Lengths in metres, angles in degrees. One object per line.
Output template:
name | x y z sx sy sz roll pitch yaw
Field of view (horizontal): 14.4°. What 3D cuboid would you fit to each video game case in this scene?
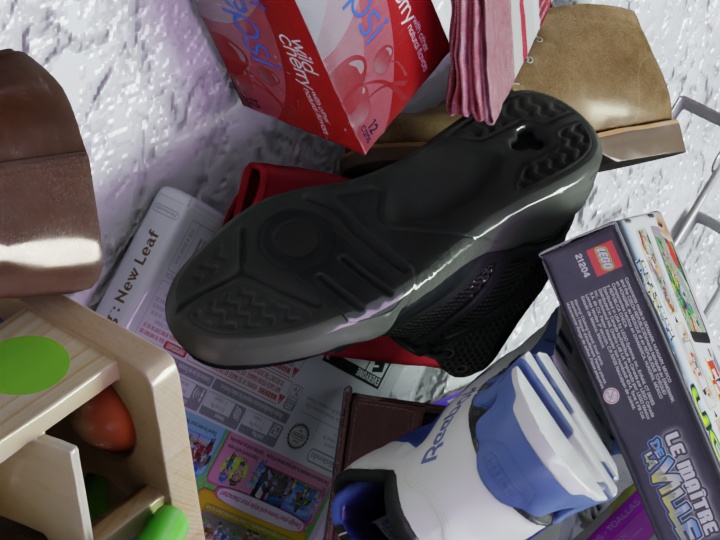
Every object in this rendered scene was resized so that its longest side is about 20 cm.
video game case | -0.068 0.076 1.220 0.200 0.022 0.182 31 85 -56

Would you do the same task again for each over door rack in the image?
over door rack | 0.156 0.037 1.379 0.148 0.067 0.200 71 37 -64

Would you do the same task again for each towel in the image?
towel | 0.067 -0.172 1.177 0.200 0.023 0.144 -63 155 -50

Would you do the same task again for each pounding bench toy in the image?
pounding bench toy | -0.117 0.099 1.013 0.156 0.200 0.124 -35 136 -34

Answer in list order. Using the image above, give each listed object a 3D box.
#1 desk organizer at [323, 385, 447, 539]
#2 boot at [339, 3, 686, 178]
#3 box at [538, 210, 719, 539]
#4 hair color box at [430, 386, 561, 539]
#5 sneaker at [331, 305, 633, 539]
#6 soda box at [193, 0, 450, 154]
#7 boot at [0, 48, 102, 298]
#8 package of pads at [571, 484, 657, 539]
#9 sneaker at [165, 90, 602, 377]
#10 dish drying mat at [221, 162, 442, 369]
desk organizer | 0.017 0.154 1.228 0.072 0.077 0.200 106 -8 -88
boot | 0.062 -0.075 1.275 0.200 0.074 0.076 -10 89 -44
box | 0.136 0.075 1.160 0.200 0.035 0.110 68 16 3
hair color box | 0.036 0.164 1.373 0.109 0.065 0.200 -20 127 -48
sneaker | 0.049 0.079 1.162 0.115 0.081 0.199 -31 176 16
soda box | -0.033 -0.137 1.088 0.063 0.070 0.200 -52 143 -21
boot | -0.150 0.015 0.970 0.200 0.064 0.187 -10 77 -51
package of pads | 0.142 0.148 1.311 0.154 0.068 0.200 -43 161 -10
sneaker | 0.008 0.010 1.154 0.199 0.076 0.114 -28 147 -32
dish drying mat | 0.000 0.000 1.230 0.200 0.018 0.077 10 95 -58
